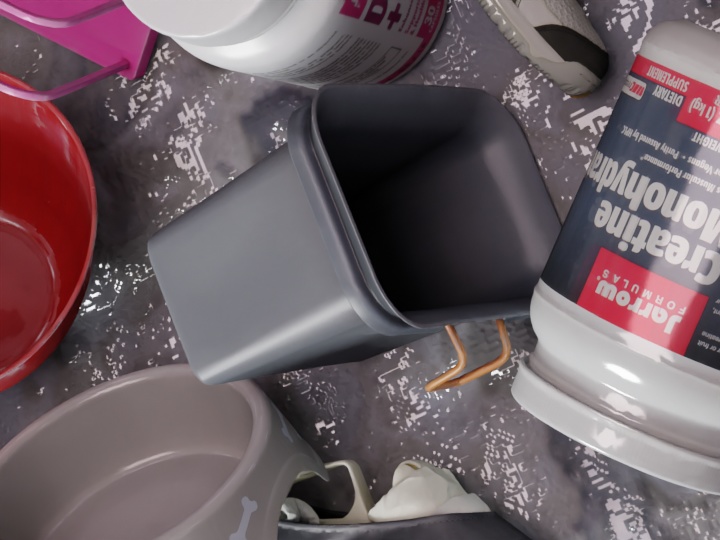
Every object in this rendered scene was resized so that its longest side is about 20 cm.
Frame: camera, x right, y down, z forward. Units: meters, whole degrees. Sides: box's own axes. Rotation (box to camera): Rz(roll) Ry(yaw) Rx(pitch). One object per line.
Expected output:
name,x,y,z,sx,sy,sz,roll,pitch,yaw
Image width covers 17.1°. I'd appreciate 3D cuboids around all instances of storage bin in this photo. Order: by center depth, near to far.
storage bin,0.000,0.000,1.201,0.134,0.200,0.146,-28,79,31

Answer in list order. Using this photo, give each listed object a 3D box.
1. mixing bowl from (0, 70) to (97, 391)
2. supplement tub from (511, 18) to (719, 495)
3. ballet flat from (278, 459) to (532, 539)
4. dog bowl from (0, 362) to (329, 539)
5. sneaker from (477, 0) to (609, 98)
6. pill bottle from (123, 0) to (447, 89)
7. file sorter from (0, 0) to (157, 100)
mixing bowl,-0.230,-0.003,1.317,0.200,0.108,0.200,-3,68,6
supplement tub,0.167,-0.008,1.150,0.140,0.140,0.200,26,99,21
ballet flat,0.008,0.133,1.254,0.200,0.073,0.073,-3,88,25
dog bowl,-0.118,0.123,1.237,0.200,0.200,0.059,-12,121,22
sneaker,0.082,-0.186,1.225,0.088,0.076,0.200,-32,83,8
pill bottle,-0.040,-0.153,1.206,0.113,0.200,0.113,0,89,23
file sorter,-0.172,-0.208,1.271,0.139,0.125,0.200,27,114,13
